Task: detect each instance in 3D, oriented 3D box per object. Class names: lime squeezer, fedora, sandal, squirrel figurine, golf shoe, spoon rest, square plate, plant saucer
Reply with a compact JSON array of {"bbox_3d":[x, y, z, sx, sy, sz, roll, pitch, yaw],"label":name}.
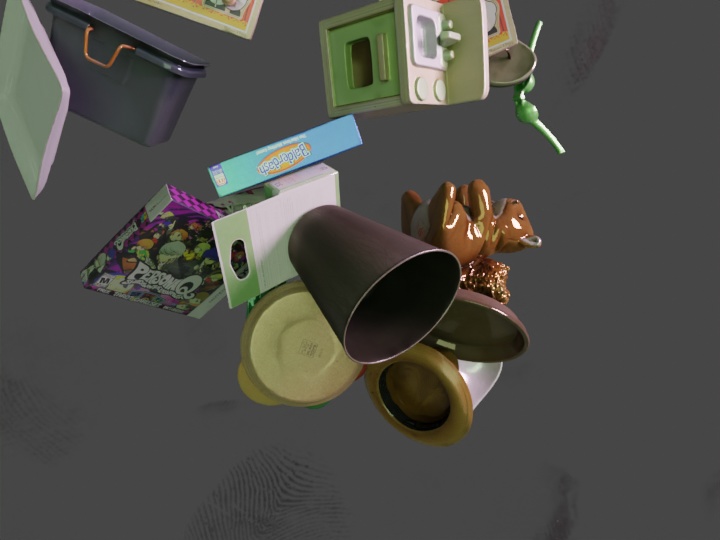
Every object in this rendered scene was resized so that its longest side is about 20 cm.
[{"bbox_3d":[0.266,-0.271,0.801,0.070,0.038,0.201,-15,101,-1],"label":"lime squeezer"},{"bbox_3d":[0.099,0.178,0.822,0.200,0.082,0.202,20,126,30],"label":"fedora"},{"bbox_3d":[0.165,-0.337,0.767,0.200,0.057,0.080,30,93,-4],"label":"sandal"},{"bbox_3d":[0.171,-0.033,0.796,0.186,0.141,0.201,4,84,-22],"label":"squirrel figurine"},{"bbox_3d":[-0.183,-0.077,0.785,0.199,0.092,0.073,-17,99,-2],"label":"golf shoe"},{"bbox_3d":[0.170,0.200,0.878,0.099,0.061,0.201,18,100,-7],"label":"spoon rest"},{"bbox_3d":[-0.431,-0.231,0.689,0.198,0.028,0.201,-45,68,38],"label":"square plate"},{"bbox_3d":[0.145,0.080,0.770,0.199,0.200,0.030,22,62,-8],"label":"plant saucer"}]

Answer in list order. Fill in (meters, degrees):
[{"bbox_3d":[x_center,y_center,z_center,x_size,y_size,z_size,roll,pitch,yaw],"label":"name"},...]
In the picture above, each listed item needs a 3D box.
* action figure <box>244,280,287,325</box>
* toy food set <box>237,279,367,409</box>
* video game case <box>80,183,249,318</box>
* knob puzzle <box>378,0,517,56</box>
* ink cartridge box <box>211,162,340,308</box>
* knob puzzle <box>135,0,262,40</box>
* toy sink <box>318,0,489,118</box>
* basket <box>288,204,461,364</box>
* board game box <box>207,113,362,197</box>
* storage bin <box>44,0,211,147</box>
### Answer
[{"bbox_3d":[-0.141,0.071,0.836,0.117,0.055,0.201,-11,98,0],"label":"action figure"},{"bbox_3d":[-0.081,0.113,0.792,0.197,0.049,0.201,5,96,-13],"label":"toy food set"},{"bbox_3d":[-0.247,-0.015,0.741,0.181,0.200,0.036,-39,57,15],"label":"video game case"},{"bbox_3d":[0.107,-0.381,0.739,0.218,0.030,0.221,2,97,20],"label":"knob puzzle"},{"bbox_3d":[-0.116,-0.051,0.742,0.199,0.048,0.146,-26,133,-29],"label":"ink cartridge box"},{"bbox_3d":[-0.212,-0.452,0.731,0.218,0.030,0.221,-1,101,-3],"label":"knob puzzle"},{"bbox_3d":[0.054,-0.280,0.698,0.199,0.112,0.131,4,106,37],"label":"toy sink"},{"bbox_3d":[0.000,0.000,0.695,0.180,0.200,0.136,-33,133,-16],"label":"basket"},{"bbox_3d":[-0.101,-0.161,0.742,0.199,0.152,0.045,-20,103,1],"label":"board game box"},{"bbox_3d":[-0.331,-0.264,0.722,0.199,0.146,0.135,24,109,-8],"label":"storage bin"}]
